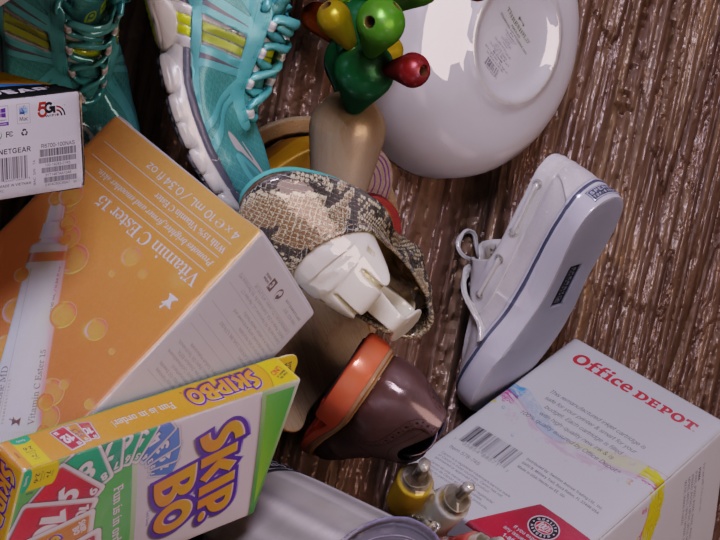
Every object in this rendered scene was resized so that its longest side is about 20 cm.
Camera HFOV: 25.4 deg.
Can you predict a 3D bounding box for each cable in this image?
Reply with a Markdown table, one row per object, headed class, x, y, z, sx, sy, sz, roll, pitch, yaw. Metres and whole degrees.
| class | x | y | z | sx | sy | sz | roll | pitch | yaw |
| --- | --- | --- | --- | --- | --- | --- | --- | --- | --- |
| cable | 0.026 | 0.180 | 1.020 | 0.097 | 0.200 | 0.050 | 49 | 61 | -2 |

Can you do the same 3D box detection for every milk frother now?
| class | x | y | z | sx | sy | sz | roll | pitch | yaw |
| --- | --- | --- | --- | --- | --- | --- | --- | --- | --- |
| milk frother | -0.064 | 0.226 | 0.955 | 0.180 | 0.187 | 0.202 | -24 | 114 | -32 |

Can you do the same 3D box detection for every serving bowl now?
| class | x | y | z | sx | sy | sz | roll | pitch | yaw |
| --- | --- | --- | --- | --- | --- | --- | --- | --- | --- |
| serving bowl | 0.083 | -0.158 | 1.077 | 0.199 | 0.066 | 0.202 | -13 | 110 | -39 |

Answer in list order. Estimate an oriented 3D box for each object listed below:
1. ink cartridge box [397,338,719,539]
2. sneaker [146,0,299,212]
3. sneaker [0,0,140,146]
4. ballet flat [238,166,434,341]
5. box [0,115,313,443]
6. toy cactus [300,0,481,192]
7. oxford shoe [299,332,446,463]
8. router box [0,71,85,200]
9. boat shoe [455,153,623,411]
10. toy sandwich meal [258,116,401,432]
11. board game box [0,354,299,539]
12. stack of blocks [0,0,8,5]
| class | x | y | z | sx | sy | sz | roll | pitch | yaw |
| --- | --- | --- | --- | --- | --- | --- | --- | --- | --- |
| ink cartridge box | 0.144 | 0.177 | 1.146 | 0.199 | 0.145 | 0.146 | -32 | 136 | -32 |
| sneaker | -0.072 | -0.125 | 0.878 | 0.079 | 0.078 | 0.202 | -10 | 106 | 3 |
| sneaker | -0.159 | -0.130 | 0.853 | 0.077 | 0.079 | 0.202 | -31 | 121 | -31 |
| ballet flat | 0.000 | 0.000 | 0.912 | 0.068 | 0.076 | 0.200 | -35 | 156 | 11 |
| box | -0.143 | 0.041 | 0.844 | 0.200 | 0.124 | 0.098 | -47 | 150 | -11 |
| toy cactus | 0.005 | -0.118 | 0.934 | 0.101 | 0.200 | 0.167 | 6 | 101 | -17 |
| oxford shoe | 0.010 | 0.098 | 1.000 | 0.072 | 0.200 | 0.071 | 34 | 78 | 3 |
| router box | -0.251 | -0.060 | 0.740 | 0.199 | 0.149 | 0.052 | -13 | 110 | -40 |
| boat shoe | 0.104 | 0.003 | 1.135 | 0.074 | 0.086 | 0.203 | -14 | 139 | -44 |
| toy sandwich meal | -0.035 | 0.002 | 1.006 | 0.204 | 0.070 | 0.207 | -13 | 109 | -40 |
| board game box | -0.106 | 0.105 | 0.813 | 0.199 | 0.030 | 0.096 | -18 | 136 | -49 |
| stack of blocks | -0.164 | -0.176 | 0.727 | 0.059 | 0.199 | 0.116 | 48 | 34 | -31 |
